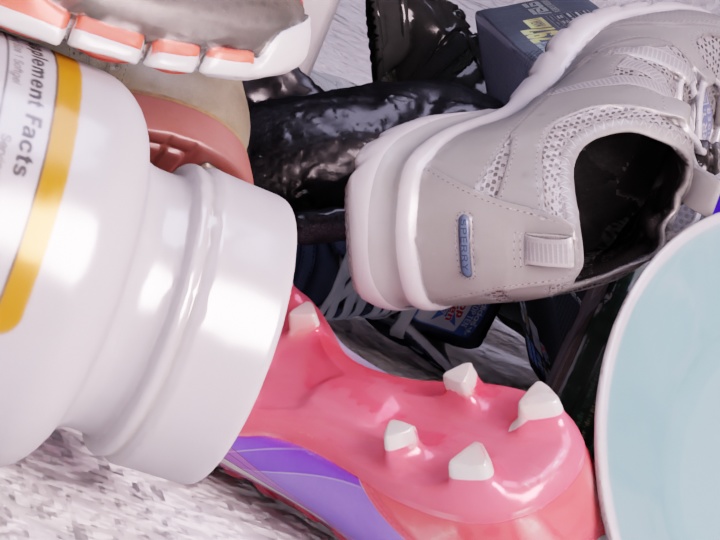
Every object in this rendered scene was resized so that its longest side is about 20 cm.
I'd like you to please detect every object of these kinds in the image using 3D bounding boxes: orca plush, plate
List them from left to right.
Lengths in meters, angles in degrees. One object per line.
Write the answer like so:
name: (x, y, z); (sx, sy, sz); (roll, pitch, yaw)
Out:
orca plush: (-0.045, -0.043, 0.884); (0.199, 0.072, 0.105); (-8, 4, 13)
plate: (0.142, 0.076, 0.786); (0.199, 0.026, 0.201); (17, 57, -28)

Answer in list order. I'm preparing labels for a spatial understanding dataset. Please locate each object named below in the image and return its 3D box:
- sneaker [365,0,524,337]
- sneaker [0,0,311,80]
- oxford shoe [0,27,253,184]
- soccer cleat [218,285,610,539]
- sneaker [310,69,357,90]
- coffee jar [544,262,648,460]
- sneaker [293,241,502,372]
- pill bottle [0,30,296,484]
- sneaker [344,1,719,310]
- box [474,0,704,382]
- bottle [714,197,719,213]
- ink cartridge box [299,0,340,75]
sneaker: (0.059, -0.059, 1.197); (0.104, 0.201, 0.060); (-4, -6, -2)
sneaker: (-0.097, -0.110, 0.719); (0.199, 0.082, 0.077); (20, 4, -17)
oxford shoe: (-0.126, -0.063, 0.791); (0.199, 0.071, 0.075); (21, 42, -19)
soccer cleat: (-0.006, 0.054, 0.799); (0.067, 0.077, 0.200); (-36, 34, -31)
sneaker: (-0.073, -0.094, 1.306); (0.199, 0.075, 0.100); (27, 10, 19)
coffee jar: (0.153, 0.074, 0.886); (0.199, 0.105, 0.085); (25, 18, 3)
sneaker: (0.000, 0.000, 1.021); (0.108, 0.070, 0.200); (33, 18, 2)
pill bottle: (-0.123, -0.014, 0.708); (0.199, 0.112, 0.111); (20, 11, -18)
sneaker: (0.081, -0.027, 0.836); (0.082, 0.075, 0.200); (10, 27, 33)
box: (0.092, -0.014, 1.051); (0.051, 0.159, 0.200); (-10, 16, -5)
bottle: (0.205, 0.044, 1.130); (0.200, 0.065, 0.083); (41, -7, -35)
ink cartridge box: (-0.111, -0.123, 1.166); (0.199, 0.147, 0.083); (22, 9, -5)
